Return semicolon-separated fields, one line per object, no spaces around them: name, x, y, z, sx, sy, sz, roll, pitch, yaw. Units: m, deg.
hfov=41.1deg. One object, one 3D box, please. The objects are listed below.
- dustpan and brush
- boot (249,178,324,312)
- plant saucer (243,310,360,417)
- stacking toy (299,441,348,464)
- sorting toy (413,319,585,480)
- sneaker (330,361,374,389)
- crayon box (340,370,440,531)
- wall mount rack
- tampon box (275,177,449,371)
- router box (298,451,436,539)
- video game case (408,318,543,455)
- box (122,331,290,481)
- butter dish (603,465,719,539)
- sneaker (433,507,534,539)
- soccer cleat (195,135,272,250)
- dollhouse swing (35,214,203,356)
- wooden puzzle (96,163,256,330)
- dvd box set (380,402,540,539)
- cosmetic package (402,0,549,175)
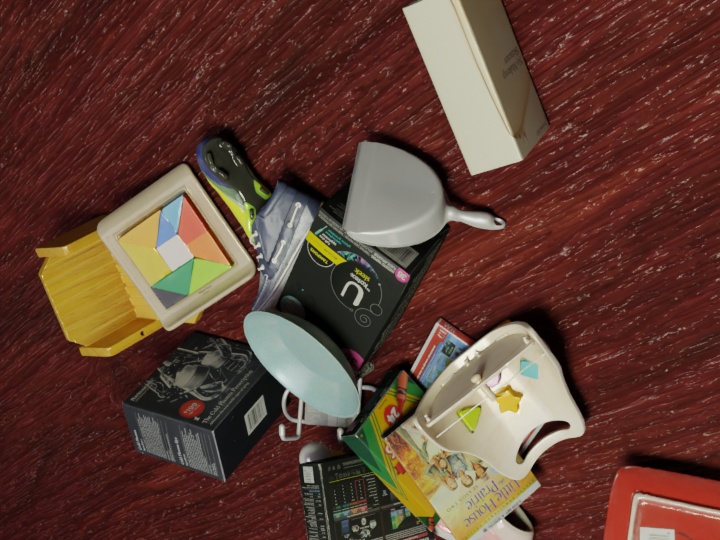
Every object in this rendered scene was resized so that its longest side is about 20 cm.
dustpan and brush;0.085;-0.082;1.202;0.196;0.142;0.058;7;153;7
boot;-0.124;-0.028;1.352;0.089;0.073;0.202;30;105;-9
plant saucer;-0.072;0.118;1.313;0.199;0.039;0.203;29;149;20
stacking toy;-0.032;0.326;1.469;0.144;0.148;0.201;0;142;33
sorting toy;0.200;0.184;1.273;0.199;0.107;0.180;-39;101;15
sneaker;-0.043;0.082;1.412;0.203;0.087;0.077;66;154;7
crayon box;0.082;0.261;1.388;0.200;0.127;0.051;47;150;-12
wall mount rack;-0.059;0.176;1.483;0.197;0.074;0.178;-2;80;33
tampon box;0.000;0.000;1.287;0.149;0.126;0.202;35;132;9
router box;0.011;0.341;1.404;0.062;0.197;0.153;-16;80;51
video game case;0.166;0.173;1.364;0.198;0.017;0.144;34;132;10
box;-0.242;0.211;1.532;0.179;0.200;0.106;10;126;27
butter dish;0.423;0.370;1.247;0.196;0.147;0.204;6;80;29
sneaker;0.175;0.367;1.452;0.198;0.075;0.106;31;117;23
soccer cleat;-0.168;-0.107;1.386;0.202;0.064;0.083;58;165;-19
dollhouse swing;-0.383;0.033;1.543;0.174;0.180;0.203;16;129;49
wooden puzzle;-0.282;-0.032;1.464;0.183;0.037;0.202;-31;99;14
dvd box set;0.141;0.266;1.343;0.202;0.145;0.029;55;173;-8
cosmetic package;0.132;-0.224;1.073;0.072;0.104;0.203;-13;112;37
